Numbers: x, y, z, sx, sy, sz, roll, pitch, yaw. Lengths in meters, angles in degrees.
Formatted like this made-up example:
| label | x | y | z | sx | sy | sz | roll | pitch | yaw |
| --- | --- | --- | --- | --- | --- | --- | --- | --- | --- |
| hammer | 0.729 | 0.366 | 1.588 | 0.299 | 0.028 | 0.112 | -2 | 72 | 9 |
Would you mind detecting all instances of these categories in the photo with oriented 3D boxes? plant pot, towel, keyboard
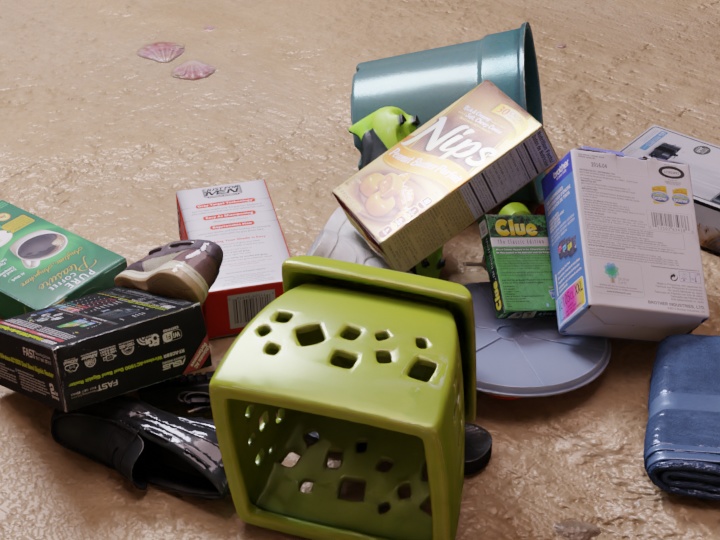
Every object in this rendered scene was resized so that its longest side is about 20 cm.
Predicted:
| label | x | y | z | sx | sy | sz | roll | pitch | yaw |
| --- | --- | --- | --- | --- | --- | --- | --- | --- | --- |
| plant pot | 0.002 | 0.108 | 1.523 | 0.198 | 0.201 | 0.182 | 10 | 49 | 14 |
| plant pot | 0.097 | -0.164 | 1.983 | 0.195 | 0.201 | 0.201 | -5 | 33 | 10 |
| towel | 0.317 | 0.134 | 1.638 | 0.111 | 0.049 | 0.200 | 5 | 35 | 10 |
| keyboard | -0.110 | 0.106 | 1.688 | 0.199 | 0.021 | 0.127 | -7 | 12 | -6 |

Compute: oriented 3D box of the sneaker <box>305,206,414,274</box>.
| label | x | y | z | sx | sy | sz | roll | pitch | yaw |
| --- | --- | --- | --- | --- | --- | --- | --- | --- | --- |
| sneaker | 0.000 | 0.000 | 1.847 | 0.115 | 0.074 | 0.200 | 32 | 14 | -4 |

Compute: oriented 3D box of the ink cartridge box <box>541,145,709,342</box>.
| label | x | y | z | sx | sy | sz | roll | pitch | yaw |
| --- | --- | --- | --- | --- | --- | --- | --- | --- | --- |
| ink cartridge box | 0.256 | -0.038 | 1.751 | 0.136 | 0.076 | 0.201 | 6 | 66 | -21 |

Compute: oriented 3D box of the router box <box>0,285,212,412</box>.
| label | x | y | z | sx | sy | sz | roll | pitch | yaw |
| --- | --- | --- | --- | --- | --- | --- | --- | --- | --- |
| router box | -0.249 | 0.070 | 1.678 | 0.149 | 0.063 | 0.200 | -16 | 12 | -28 |

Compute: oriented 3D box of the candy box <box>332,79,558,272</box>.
| label | x | y | z | sx | sy | sz | roll | pitch | yaw |
| --- | --- | --- | --- | --- | --- | --- | --- | --- | --- |
| candy box | 0.083 | -0.094 | 1.791 | 0.200 | 0.055 | 0.115 | -36 | 41 | -5 |

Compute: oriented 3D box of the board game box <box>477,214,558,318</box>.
| label | x | y | z | sx | sy | sz | roll | pitch | yaw |
| --- | --- | --- | --- | --- | --- | --- | --- | --- | --- |
| board game box | 0.217 | -0.005 | 1.777 | 0.199 | 0.023 | 0.105 | 0 | 69 | -22 |

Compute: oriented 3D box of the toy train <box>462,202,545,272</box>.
| label | x | y | z | sx | sy | sz | roll | pitch | yaw |
| --- | --- | --- | --- | --- | --- | --- | --- | --- | --- |
| toy train | 0.174 | -0.038 | 1.861 | 0.199 | 0.085 | 0.116 | -5 | 21 | -21 |

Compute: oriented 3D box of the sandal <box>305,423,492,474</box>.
| label | x | y | z | sx | sy | sz | roll | pitch | yaw |
| --- | --- | --- | --- | --- | --- | --- | --- | --- | --- |
| sandal | 0.026 | 0.134 | 1.650 | 0.199 | 0.048 | 0.075 | 10 | 35 | 18 |

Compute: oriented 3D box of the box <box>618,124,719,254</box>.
| label | x | y | z | sx | sy | sz | roll | pitch | yaw |
| --- | --- | --- | --- | --- | --- | --- | --- | --- | --- |
| box | 0.373 | -0.083 | 1.949 | 0.199 | 0.060 | 0.116 | 25 | 42 | 34 |

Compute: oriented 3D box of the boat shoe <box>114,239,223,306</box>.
| label | x | y | z | sx | sy | sz | roll | pitch | yaw |
| --- | --- | --- | --- | --- | --- | --- | --- | --- | --- |
| boat shoe | -0.184 | 0.008 | 1.762 | 0.065 | 0.072 | 0.200 | -46 | 11 | -21 |

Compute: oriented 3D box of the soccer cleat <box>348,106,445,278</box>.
| label | x | y | z | sx | sy | sz | roll | pitch | yaw |
| --- | --- | --- | --- | --- | --- | --- | --- | --- | --- |
| soccer cleat | 0.038 | -0.072 | 1.886 | 0.081 | 0.201 | 0.067 | -19 | -14 | 33 |

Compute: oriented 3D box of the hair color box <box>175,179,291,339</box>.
| label | x | y | z | sx | sy | sz | roll | pitch | yaw |
| --- | --- | --- | --- | --- | --- | --- | --- | --- | --- |
| hair color box | -0.129 | -0.015 | 1.871 | 0.101 | 0.062 | 0.200 | -8 | 35 | -9 |

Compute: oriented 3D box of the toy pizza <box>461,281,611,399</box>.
| label | x | y | z | sx | sy | sz | roll | pitch | yaw |
| --- | --- | --- | --- | --- | --- | --- | --- | --- | --- |
| toy pizza | 0.143 | 0.073 | 1.745 | 0.199 | 0.032 | 0.201 | 3 | 30 | -2 |

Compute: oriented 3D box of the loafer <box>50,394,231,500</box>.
| label | x | y | z | sx | sy | sz | roll | pitch | yaw |
| --- | --- | --- | --- | --- | --- | --- | --- | --- | --- |
| loafer | -0.195 | 0.159 | 1.606 | 0.199 | 0.068 | 0.070 | 11 | 37 | 20 |

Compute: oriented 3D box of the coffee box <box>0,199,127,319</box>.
| label | x | y | z | sx | sy | sz | roll | pitch | yaw |
| --- | --- | --- | --- | --- | --- | --- | --- | --- | --- |
| coffee box | -0.352 | -0.002 | 1.878 | 0.199 | 0.044 | 0.123 | 22 | 41 | 32 |
